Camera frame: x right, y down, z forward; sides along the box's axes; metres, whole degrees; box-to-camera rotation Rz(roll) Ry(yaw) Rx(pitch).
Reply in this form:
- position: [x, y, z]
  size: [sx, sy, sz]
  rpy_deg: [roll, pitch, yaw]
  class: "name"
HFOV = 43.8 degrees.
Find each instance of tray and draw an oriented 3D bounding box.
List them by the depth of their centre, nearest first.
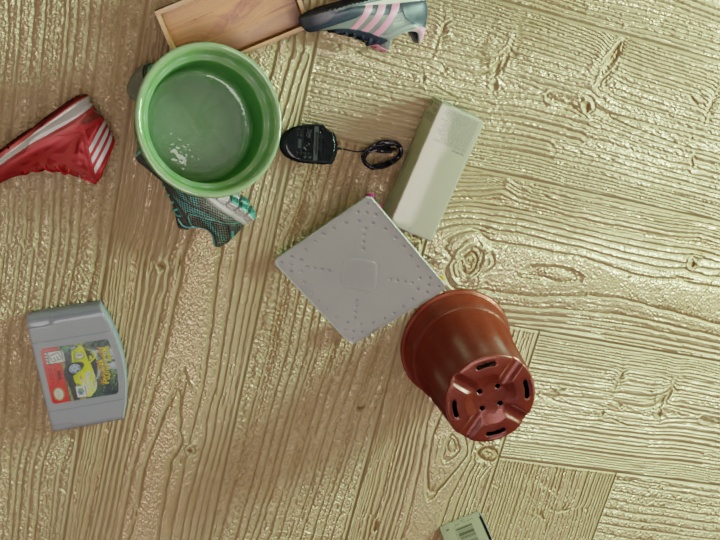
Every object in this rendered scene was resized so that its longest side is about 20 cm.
- position: [-0.179, -0.356, 1.265]
  size: [0.197, 0.037, 0.100]
  rpy_deg: [-23, 113, -3]
  class: "tray"

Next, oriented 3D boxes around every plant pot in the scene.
- position: [0.181, 0.162, 1.445]
  size: [0.196, 0.196, 0.205]
  rpy_deg: [-4, 112, -10]
  class: "plant pot"

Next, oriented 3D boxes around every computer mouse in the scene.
- position: [-0.029, -0.186, 1.366]
  size: [0.196, 0.034, 0.060]
  rpy_deg: [5, 93, -19]
  class: "computer mouse"

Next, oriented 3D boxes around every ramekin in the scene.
- position: [-0.214, -0.200, 1.218]
  size: [0.196, 0.097, 0.205]
  rpy_deg: [-1, 93, -23]
  class: "ramekin"

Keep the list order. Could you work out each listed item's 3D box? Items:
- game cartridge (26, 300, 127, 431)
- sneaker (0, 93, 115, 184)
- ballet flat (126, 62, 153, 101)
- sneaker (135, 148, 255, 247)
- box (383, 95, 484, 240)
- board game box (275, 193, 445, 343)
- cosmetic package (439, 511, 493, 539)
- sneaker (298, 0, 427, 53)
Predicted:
- position: [-0.435, 0.151, 1.402]
  size: [0.130, 0.041, 0.204]
  rpy_deg: [-11, 112, -12]
  class: "game cartridge"
- position: [-0.436, -0.148, 1.267]
  size: [0.198, 0.079, 0.116]
  rpy_deg: [-34, 112, 3]
  class: "sneaker"
- position: [-0.252, -0.215, 1.297]
  size: [0.063, 0.068, 0.200]
  rpy_deg: [-34, 115, 33]
  class: "ballet flat"
- position: [-0.255, -0.105, 1.324]
  size: [0.199, 0.078, 0.092]
  rpy_deg: [35, 104, -19]
  class: "sneaker"
- position: [0.110, -0.157, 1.381]
  size: [0.081, 0.069, 0.203]
  rpy_deg: [20, 105, -17]
  class: "box"
- position: [0.000, 0.000, 1.403]
  size: [0.198, 0.026, 0.200]
  rpy_deg: [-31, 115, 26]
  class: "board game box"
- position: [0.222, 0.565, 1.656]
  size: [0.086, 0.104, 0.203]
  rpy_deg: [-20, 114, -2]
  class: "cosmetic package"
- position: [0.009, -0.347, 1.275]
  size: [0.196, 0.070, 0.084]
  rpy_deg: [-15, 114, -17]
  class: "sneaker"
